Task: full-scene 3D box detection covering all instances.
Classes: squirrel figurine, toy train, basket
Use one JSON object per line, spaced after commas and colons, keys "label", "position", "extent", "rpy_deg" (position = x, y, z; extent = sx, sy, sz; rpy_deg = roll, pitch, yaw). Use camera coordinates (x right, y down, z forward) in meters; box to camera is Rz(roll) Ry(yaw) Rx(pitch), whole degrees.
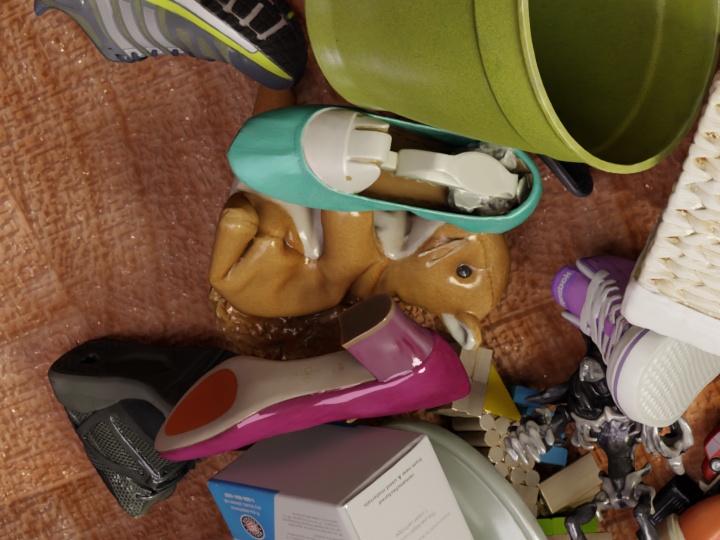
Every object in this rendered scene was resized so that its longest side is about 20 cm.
{"label": "squirrel figurine", "position": [0.000, 0.000, 1.748], "extent": [0.186, 0.142, 0.200], "rpy_deg": [14, 131, 0]}
{"label": "toy train", "position": [0.247, 0.118, 1.761], "extent": [0.046, 0.034, 0.200], "rpy_deg": [44, 119, 7]}
{"label": "basket", "position": [0.279, -0.036, 1.591], "extent": [0.200, 0.198, 0.161], "rpy_deg": [20, 113, 9]}

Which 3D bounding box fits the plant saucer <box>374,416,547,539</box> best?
{"label": "plant saucer", "position": [0.053, 0.195, 1.789], "extent": [0.200, 0.050, 0.200], "rpy_deg": [35, 143, 32]}

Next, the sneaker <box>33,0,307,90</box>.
{"label": "sneaker", "position": [-0.125, -0.165, 1.738], "extent": [0.200, 0.074, 0.081], "rpy_deg": [30, 125, 12]}

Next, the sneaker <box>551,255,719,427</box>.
{"label": "sneaker", "position": [0.159, 0.039, 1.659], "extent": [0.114, 0.200, 0.073], "rpy_deg": [22, 104, 17]}

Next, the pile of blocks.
{"label": "pile of blocks", "position": [0.107, 0.135, 1.806], "extent": [0.200, 0.082, 0.062], "rpy_deg": [66, 158, -6]}

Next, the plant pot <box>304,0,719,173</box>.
{"label": "plant pot", "position": [0.077, -0.159, 1.575], "extent": [0.193, 0.200, 0.201], "rpy_deg": [4, 116, 39]}

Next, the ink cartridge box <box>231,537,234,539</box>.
{"label": "ink cartridge box", "position": [-0.070, 0.216, 1.856], "extent": [0.067, 0.116, 0.200], "rpy_deg": [38, 119, 0]}

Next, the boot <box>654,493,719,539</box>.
{"label": "boot", "position": [0.288, 0.215, 1.759], "extent": [0.107, 0.075, 0.200], "rpy_deg": [-35, 115, 16]}

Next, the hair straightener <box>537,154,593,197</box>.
{"label": "hair straightener", "position": [0.074, -0.116, 1.705], "extent": [0.200, 0.041, 0.077], "rpy_deg": [41, 118, -3]}

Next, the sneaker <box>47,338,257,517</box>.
{"label": "sneaker", "position": [-0.120, 0.113, 1.833], "extent": [0.199, 0.076, 0.114], "rpy_deg": [4, 124, 40]}

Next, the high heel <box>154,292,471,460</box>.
{"label": "high heel", "position": [-0.031, 0.090, 1.700], "extent": [0.200, 0.067, 0.096], "rpy_deg": [-25, 128, 26]}

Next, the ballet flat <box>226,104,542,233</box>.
{"label": "ballet flat", "position": [0.022, -0.068, 1.633], "extent": [0.200, 0.067, 0.070], "rpy_deg": [10, 164, -19]}

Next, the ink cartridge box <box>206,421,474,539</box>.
{"label": "ink cartridge box", "position": [0.008, 0.201, 1.716], "extent": [0.146, 0.086, 0.200], "rpy_deg": [5, 127, 52]}

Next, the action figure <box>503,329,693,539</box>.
{"label": "action figure", "position": [0.159, 0.117, 1.703], "extent": [0.119, 0.102, 0.200], "rpy_deg": [-11, 70, 15]}
